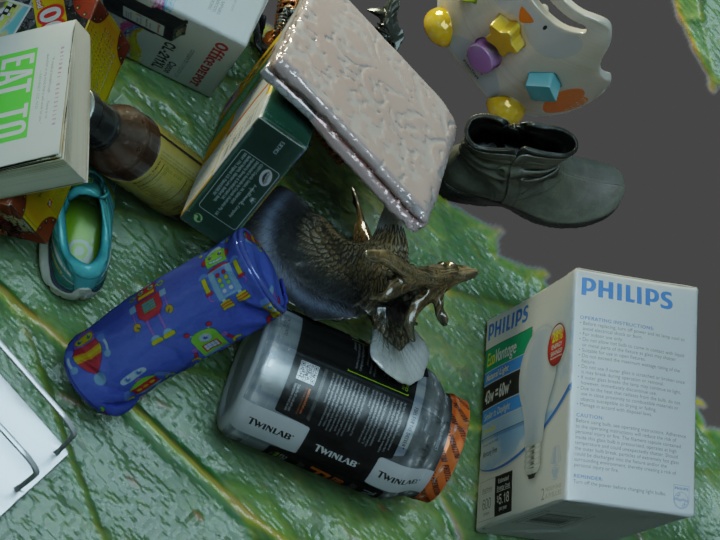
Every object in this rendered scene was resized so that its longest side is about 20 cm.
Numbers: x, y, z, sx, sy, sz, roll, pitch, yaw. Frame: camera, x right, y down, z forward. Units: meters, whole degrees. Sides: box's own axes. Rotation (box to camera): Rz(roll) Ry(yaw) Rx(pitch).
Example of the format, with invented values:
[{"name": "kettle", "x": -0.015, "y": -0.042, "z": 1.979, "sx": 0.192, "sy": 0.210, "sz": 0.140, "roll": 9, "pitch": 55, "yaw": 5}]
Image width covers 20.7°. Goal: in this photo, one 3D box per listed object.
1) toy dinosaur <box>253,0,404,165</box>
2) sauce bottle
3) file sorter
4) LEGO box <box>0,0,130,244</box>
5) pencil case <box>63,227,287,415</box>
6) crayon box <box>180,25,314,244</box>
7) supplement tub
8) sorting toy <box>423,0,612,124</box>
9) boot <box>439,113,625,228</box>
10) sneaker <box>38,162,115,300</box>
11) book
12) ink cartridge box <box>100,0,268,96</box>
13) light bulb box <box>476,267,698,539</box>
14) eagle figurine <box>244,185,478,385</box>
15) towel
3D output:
[{"name": "toy dinosaur", "x": -0.029, "y": -0.198, "z": 1.816, "sx": 0.134, "sy": 0.102, "sz": 0.202, "roll": -7, "pitch": 96, "yaw": -5}, {"name": "sauce bottle", "x": -0.192, "y": -0.102, "z": 1.669, "sx": 0.064, "sy": 0.200, "sz": 0.065, "roll": -8, "pitch": 68, "yaw": 21}, {"name": "file sorter", "x": -0.342, "y": 0.153, "z": 1.583, "sx": 0.200, "sy": 0.124, "sz": 0.139, "roll": -43, "pitch": 92, "yaw": -24}, {"name": "LEGO box", "x": -0.304, "y": -0.137, "z": 1.663, "sx": 0.148, "sy": 0.077, "sz": 0.202, "roll": 11, "pitch": 68, "yaw": 22}, {"name": "pencil case", "x": -0.152, "y": 0.048, "z": 1.647, "sx": 0.087, "sy": 0.199, "sz": 0.078, "roll": 45, "pitch": 19, "yaw": -41}, {"name": "crayon box", "x": -0.083, "y": -0.124, "z": 1.697, "sx": 0.051, "sy": 0.126, "sz": 0.201, "roll": 33, "pitch": 32, "yaw": -13}, {"name": "supplement tub", "x": -0.014, "y": 0.120, "z": 1.703, "sx": 0.198, "sy": 0.123, "sz": 0.124, "roll": 23, "pitch": 69, "yaw": -10}, {"name": "sorting toy", "x": 0.157, "y": -0.237, "z": 1.825, "sx": 0.107, "sy": 0.180, "sz": 0.200, "roll": -39, "pitch": 90, "yaw": -23}, {"name": "boot", "x": 0.172, "y": -0.093, "z": 1.817, "sx": 0.198, "sy": 0.131, "sz": 0.068, "roll": 6, "pitch": 74, "yaw": -17}, {"name": "sneaker", "x": -0.237, "y": -0.076, "z": 1.703, "sx": 0.077, "sy": 0.080, "sz": 0.202, "roll": -1, "pitch": 75, "yaw": -18}, {"name": "book", "x": -0.313, "y": -0.120, "z": 1.588, "sx": 0.198, "sy": 0.048, "sz": 0.135, "roll": -11, "pitch": 61, "yaw": 18}, {"name": "ink cartridge box", "x": -0.188, "y": -0.249, "z": 1.730, "sx": 0.199, "sy": 0.146, "sz": 0.083, "roll": 26, "pitch": 70, "yaw": -10}, {"name": "light bulb box", "x": 0.197, "y": 0.125, "z": 1.731, "sx": 0.124, "sy": 0.198, "sz": 0.202, "roll": 10, "pitch": 72, "yaw": -18}, {"name": "eagle figurine", "x": 0.004, "y": -0.006, "z": 1.703, "sx": 0.151, "sy": 0.199, "sz": 0.152, "roll": -46, "pitch": 124, "yaw": -25}, {"name": "towel", "x": 0.004, "y": -0.144, "z": 1.681, "sx": 0.191, "sy": 0.032, "sz": 0.200, "roll": 46, "pitch": 28, "yaw": -14}]
